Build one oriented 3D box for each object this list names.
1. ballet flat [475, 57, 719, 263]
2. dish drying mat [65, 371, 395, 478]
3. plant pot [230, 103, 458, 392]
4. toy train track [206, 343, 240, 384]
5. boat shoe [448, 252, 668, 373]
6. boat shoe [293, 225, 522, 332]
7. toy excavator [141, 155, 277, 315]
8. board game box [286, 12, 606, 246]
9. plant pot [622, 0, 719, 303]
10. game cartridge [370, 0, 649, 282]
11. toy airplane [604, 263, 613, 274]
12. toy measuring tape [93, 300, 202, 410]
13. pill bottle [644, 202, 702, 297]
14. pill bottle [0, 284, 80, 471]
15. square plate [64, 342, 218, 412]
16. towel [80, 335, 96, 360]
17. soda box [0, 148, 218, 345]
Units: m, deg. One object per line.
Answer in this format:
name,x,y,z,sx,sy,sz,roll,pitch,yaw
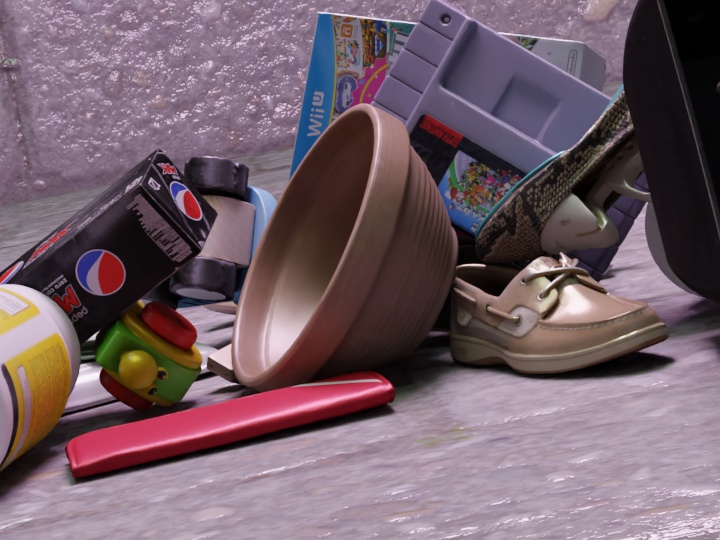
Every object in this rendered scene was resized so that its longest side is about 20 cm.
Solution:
ballet flat,0.161,-0.063,1.665,0.200,0.075,0.068,-45,-33,6
dish drying mat,-0.081,0.092,1.584,0.200,0.018,0.077,-12,8,-8
plant pot,0.000,0.000,1.704,0.093,0.201,0.201,25,-4,-18
toy train track,-0.036,0.042,1.832,0.115,0.033,0.200,28,35,29
boat shoe,0.116,0.024,1.623,0.072,0.065,0.200,-15,8,-28
boat shoe,0.027,0.012,1.808,0.200,0.076,0.074,9,1,17
toy excavator,-0.100,-0.004,1.963,0.200,0.100,0.194,18,-18,-41
board game box,0.059,-0.093,1.810,0.200,0.148,0.064,8,-4,21
plant pot,0.261,-0.084,1.553,0.199,0.200,0.177,-13,-5,-14
game cartridge,0.099,-0.082,1.744,0.200,0.130,0.038,32,2,20
toy airplane,0.114,-0.072,1.918,0.200,0.141,0.199,27,27,17
toy measuring tape,-0.143,0.050,1.771,0.073,0.074,0.200,-11,13,-1
pill bottle,0.268,-0.046,1.752,0.114,0.114,0.200,-7,8,27
pill bottle,-0.246,0.071,1.617,0.114,0.114,0.200,-10,7,11
square plate,-0.220,0.075,1.885,0.200,0.028,0.198,-14,8,-24
towel,-0.239,0.049,1.915,0.152,0.023,0.200,-10,7,4
soda box,-0.192,0.008,1.738,0.200,0.063,0.071,-36,15,20
